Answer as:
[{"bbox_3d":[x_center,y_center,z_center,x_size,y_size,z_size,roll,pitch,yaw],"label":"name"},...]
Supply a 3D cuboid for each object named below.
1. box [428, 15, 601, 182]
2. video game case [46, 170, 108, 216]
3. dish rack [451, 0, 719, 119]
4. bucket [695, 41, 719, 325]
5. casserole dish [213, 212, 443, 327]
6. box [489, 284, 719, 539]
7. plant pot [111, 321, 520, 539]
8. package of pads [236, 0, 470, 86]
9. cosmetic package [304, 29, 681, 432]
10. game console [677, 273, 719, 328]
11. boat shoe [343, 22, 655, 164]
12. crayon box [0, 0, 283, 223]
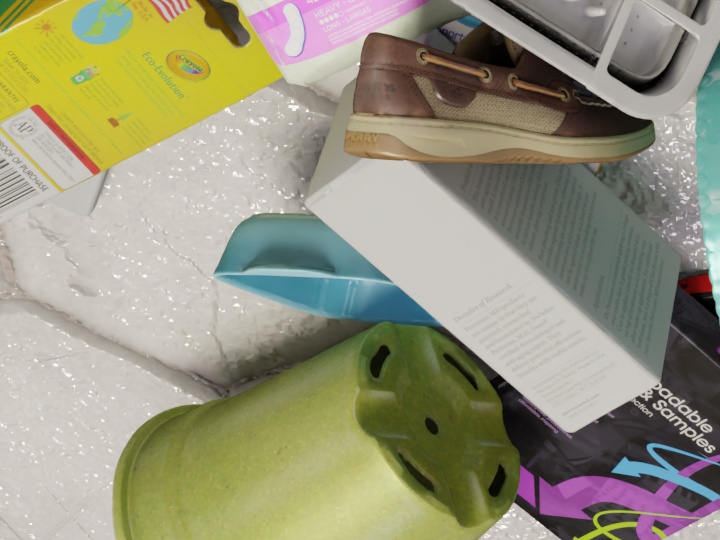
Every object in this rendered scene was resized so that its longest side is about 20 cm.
[{"bbox_3d":[0.079,-0.094,1.289,0.118,0.042,0.201,19,131,-2],"label":"box"},{"bbox_3d":[-0.220,-0.131,1.351,0.199,0.023,0.183,22,133,-4],"label":"video game case"},{"bbox_3d":[0.097,-0.184,1.125,0.199,0.173,0.043,29,172,-25],"label":"dish rack"},{"bbox_3d":[0.248,-0.038,1.184,0.134,0.208,0.208,-5,130,20],"label":"bucket"},{"bbox_3d":[0.000,0.000,1.336,0.120,0.039,0.200,2,172,25],"label":"casserole dish"},{"bbox_3d":[0.159,0.093,1.422,0.143,0.036,0.200,38,135,-15],"label":"box"},{"bbox_3d":[-0.012,0.128,1.412,0.200,0.201,0.184,39,126,-20],"label":"plant pot"},{"bbox_3d":[-0.017,-0.203,1.177,0.154,0.068,0.201,-20,111,30],"label":"package of pads"},{"bbox_3d":[0.073,-0.020,1.261,0.200,0.102,0.071,41,130,-20],"label":"cosmetic package"},{"bbox_3d":[0.286,0.069,1.389,0.176,0.031,0.201,-7,128,29],"label":"game console"},{"bbox_3d":[0.073,-0.089,1.180,0.072,0.199,0.073,5,96,49],"label":"boat shoe"},{"bbox_3d":[-0.147,-0.113,1.278,0.199,0.051,0.127,-25,141,13],"label":"crayon box"}]
